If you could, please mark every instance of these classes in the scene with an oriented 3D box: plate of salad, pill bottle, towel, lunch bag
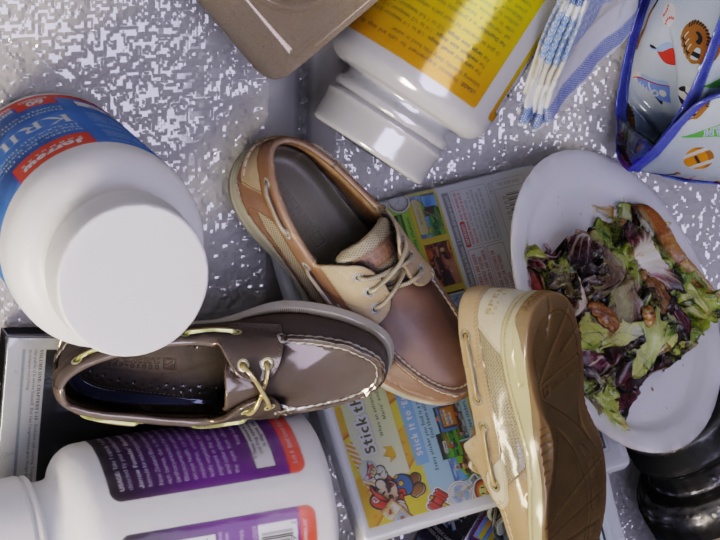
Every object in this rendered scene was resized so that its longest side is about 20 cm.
[{"bbox_3d":[0.169,0.015,1.403,0.199,0.048,0.201,23,56,-38],"label":"plate of salad"},{"bbox_3d":[-0.150,-0.024,1.231,0.111,0.200,0.113,-7,108,-21],"label":"pill bottle"},{"bbox_3d":[-0.122,0.150,1.320,0.199,0.111,0.112,-7,109,-20],"label":"pill bottle"},{"bbox_3d":[0.253,0.167,1.507,0.112,0.112,0.201,-36,117,-8],"label":"pill bottle"},{"bbox_3d":[0.155,-0.187,1.315,0.147,0.024,0.201,-47,163,-43],"label":"towel"},{"bbox_3d":[0.264,-0.142,1.414,0.169,0.124,0.201,7,117,-24],"label":"lunch bag"},{"bbox_3d":[0.057,-0.155,1.327,0.109,0.109,0.201,32,92,-27],"label":"pill bottle"}]

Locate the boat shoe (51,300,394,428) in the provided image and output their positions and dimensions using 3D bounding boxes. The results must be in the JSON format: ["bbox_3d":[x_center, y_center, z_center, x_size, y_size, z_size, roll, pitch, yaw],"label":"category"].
[{"bbox_3d":[-0.079,0.059,1.302,0.198,0.060,0.072,2,117,-2],"label":"boat shoe"}]

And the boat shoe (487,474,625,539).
[{"bbox_3d":[0.117,0.149,1.412,0.071,0.201,0.072,-5,153,-41],"label":"boat shoe"}]

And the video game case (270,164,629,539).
[{"bbox_3d":[0.054,0.049,1.384,0.181,0.023,0.201,-14,80,-18],"label":"video game case"}]

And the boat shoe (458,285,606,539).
[{"bbox_3d":[0.099,0.101,1.329,0.071,0.064,0.201,-30,120,-46],"label":"boat shoe"}]

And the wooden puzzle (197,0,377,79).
[{"bbox_3d":[-0.035,-0.237,1.267,0.200,0.046,0.185,-37,103,15],"label":"wooden puzzle"}]

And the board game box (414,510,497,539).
[{"bbox_3d":[0.103,0.255,1.504,0.199,0.057,0.166,32,90,-27],"label":"board game box"}]

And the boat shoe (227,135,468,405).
[{"bbox_3d":[0.000,0.000,1.331,0.200,0.072,0.076,44,70,-2],"label":"boat shoe"}]

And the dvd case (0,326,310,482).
[{"bbox_3d":[-0.128,0.108,1.380,0.198,0.025,0.152,0,106,-22],"label":"dvd case"}]
